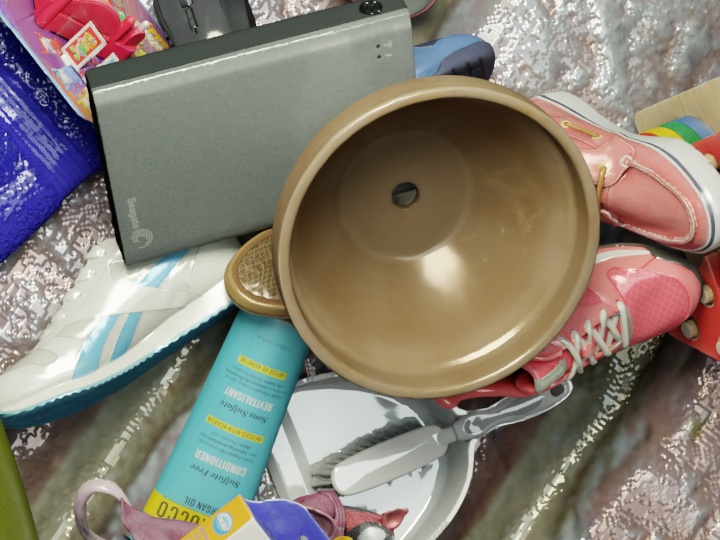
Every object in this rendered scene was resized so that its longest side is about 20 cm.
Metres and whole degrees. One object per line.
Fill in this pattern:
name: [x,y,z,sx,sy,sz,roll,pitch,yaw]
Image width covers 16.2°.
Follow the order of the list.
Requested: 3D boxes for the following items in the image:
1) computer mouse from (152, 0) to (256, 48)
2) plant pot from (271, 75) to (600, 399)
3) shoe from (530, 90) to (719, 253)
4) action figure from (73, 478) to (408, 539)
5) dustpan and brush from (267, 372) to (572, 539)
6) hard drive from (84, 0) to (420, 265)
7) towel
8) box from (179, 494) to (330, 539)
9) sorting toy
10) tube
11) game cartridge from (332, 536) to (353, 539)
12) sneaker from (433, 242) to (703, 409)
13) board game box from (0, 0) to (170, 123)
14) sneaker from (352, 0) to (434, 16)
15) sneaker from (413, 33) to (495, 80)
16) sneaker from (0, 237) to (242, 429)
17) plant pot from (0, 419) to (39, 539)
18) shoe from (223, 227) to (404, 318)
computer mouse: [-0.120,-0.200,1.624,0.058,0.034,0.201,-28,79,14]
plant pot: [0.038,-0.031,1.543,0.199,0.093,0.203,-5,113,-13]
shoe: [0.144,-0.053,1.617,0.090,0.200,0.072,-21,124,-28]
action figure: [-0.062,0.186,1.599,0.199,0.135,0.149,-23,53,-21]
dustpan and brush: [0.043,0.112,1.651,0.199,0.057,0.141,-22,90,-12]
hard drive: [-0.063,-0.087,1.558,0.198,0.033,0.140,-15,133,-9]
towel: [-0.238,-0.097,1.618,0.200,0.050,0.148,-44,94,-11]
box: [-0.093,0.221,1.452,0.199,0.042,0.119,-37,114,1]
sorting toy: [0.248,-0.023,1.625,0.069,0.199,0.201,-21,90,-27]
tube: [-0.090,0.119,1.630,0.077,0.050,0.201,22,96,-2]
game cartridge: [-0.049,0.280,1.524,0.175,0.032,0.201,-24,115,-7]
sneaker: [0.126,0.047,1.611,0.198,0.087,0.074,-14,127,1]
board game box: [-0.172,-0.180,1.587,0.039,0.158,0.200,-36,94,27]
sneaker: [-0.027,-0.249,1.669,0.199,0.079,0.096,30,59,-8]
sneaker: [-0.009,-0.117,1.643,0.199,0.074,0.083,-22,65,-6]
sneaker: [-0.163,0.031,1.616,0.199,0.077,0.081,-33,85,-18]
plant pot: [-0.281,0.157,1.533,0.200,0.200,0.194,-31,105,-11]
shoe: [0.000,0.000,1.630,0.199,0.054,0.070,-14,58,-29]
